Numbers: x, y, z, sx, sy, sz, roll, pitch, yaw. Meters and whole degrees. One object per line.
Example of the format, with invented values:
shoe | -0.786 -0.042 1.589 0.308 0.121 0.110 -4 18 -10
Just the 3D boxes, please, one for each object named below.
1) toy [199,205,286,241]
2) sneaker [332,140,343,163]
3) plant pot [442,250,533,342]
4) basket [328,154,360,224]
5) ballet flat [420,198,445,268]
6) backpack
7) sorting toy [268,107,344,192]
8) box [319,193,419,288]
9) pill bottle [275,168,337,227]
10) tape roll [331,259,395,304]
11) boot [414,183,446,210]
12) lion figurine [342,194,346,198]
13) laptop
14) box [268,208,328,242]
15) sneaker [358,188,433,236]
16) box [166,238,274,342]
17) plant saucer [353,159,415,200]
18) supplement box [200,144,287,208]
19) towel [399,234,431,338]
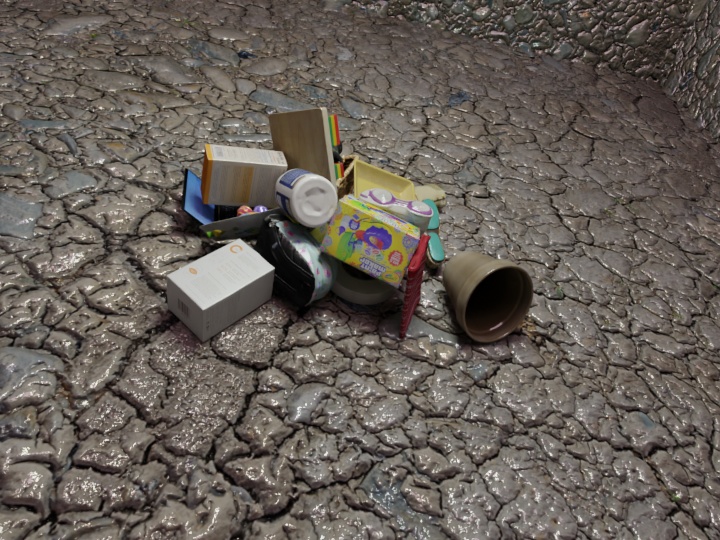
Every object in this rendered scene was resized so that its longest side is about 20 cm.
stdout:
toy | -0.272 -0.122 1.294 0.194 0.115 0.049 -16 74 2
sneaker | -0.085 -0.315 1.489 0.074 0.117 0.199 -21 -2 10
plant pot | 0.290 0.042 1.323 0.194 0.205 0.174 -4 27 -22
basket | -0.102 -0.243 1.514 0.140 0.151 0.201 23 41 8
ballet flat | 0.185 -0.096 1.484 0.068 0.066 0.205 3 63 -11
backpack | -0.149 -0.018 1.248 0.199 0.169 0.126 42 41 18
sorting toy | -0.129 -0.297 1.368 0.195 0.206 0.069 8 23 41
box | 0.028 -0.074 1.267 0.196 0.125 0.193 25 13 0
pill bottle | -0.135 -0.174 1.262 0.108 0.114 0.199 -5 18 -23
tape roll | 0.000 0.000 1.366 0.197 0.038 0.206 10 42 -9
boot | 0.196 -0.189 1.619 0.151 0.074 0.202 -5 43 -26
lion figurine | 0.021 -0.170 1.524 0.122 0.073 0.200 40 41 7
laptop | -0.344 -0.183 1.395 0.194 0.105 0.180 -8 45 -7
box | -0.159 -0.127 1.390 0.075 0.051 0.199 -36 44 -17
sneaker | 0.083 -0.142 1.388 0.195 0.101 0.075 21 42 9
box | -0.299 0.038 1.174 0.123 0.099 0.199 36 45 22
plant saucer | 0.059 -0.181 1.476 0.195 0.048 0.205 16 55 -24
supplement box | -0.290 -0.232 1.353 0.195 0.128 0.074 1 40 -25
towel | 0.123 0.035 1.242 0.022 0.204 0.146 14 39 13
